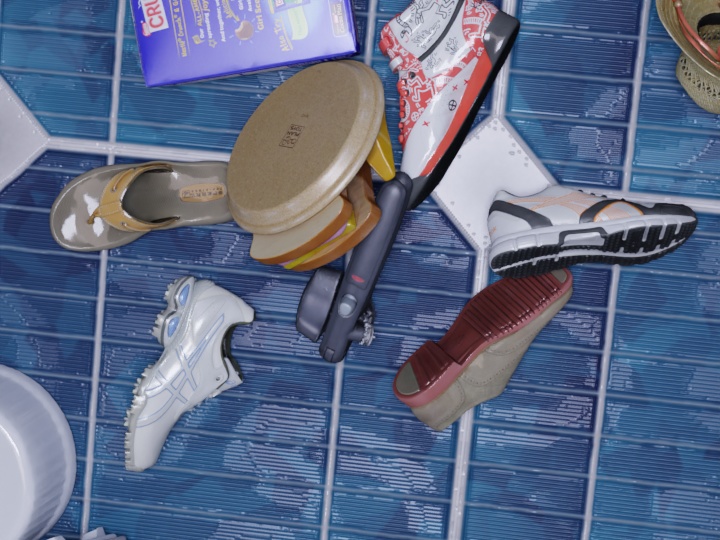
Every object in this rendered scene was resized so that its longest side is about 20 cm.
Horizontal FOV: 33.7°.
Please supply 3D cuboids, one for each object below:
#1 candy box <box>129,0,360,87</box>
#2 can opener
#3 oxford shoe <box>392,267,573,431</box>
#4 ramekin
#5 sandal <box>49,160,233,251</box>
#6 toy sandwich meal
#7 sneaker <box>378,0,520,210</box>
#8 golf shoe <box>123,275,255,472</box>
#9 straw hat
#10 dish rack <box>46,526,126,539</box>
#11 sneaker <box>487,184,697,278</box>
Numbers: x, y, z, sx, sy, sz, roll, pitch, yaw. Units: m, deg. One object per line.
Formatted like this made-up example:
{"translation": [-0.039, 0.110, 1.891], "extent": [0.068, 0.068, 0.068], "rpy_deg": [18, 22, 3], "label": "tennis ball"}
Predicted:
{"translation": [-0.110, -0.267, 1.100], "extent": [0.199, 0.077, 0.170], "rpy_deg": [-8, 96, 4], "label": "candy box"}
{"translation": [0.000, 0.000, 1.098], "extent": [0.078, 0.063, 0.201], "rpy_deg": [24, 121, -4], "label": "can opener"}
{"translation": [0.125, 0.072, 1.128], "extent": [0.200, 0.070, 0.075], "rpy_deg": [-37, 123, 2], "label": "oxford shoe"}
{"translation": [-0.387, 0.195, 1.155], "extent": [0.199, 0.098, 0.202], "rpy_deg": [1, 96, 5], "label": "ramekin"}
{"translation": [-0.205, -0.066, 1.137], "extent": [0.199, 0.054, 0.081], "rpy_deg": [-8, 95, 5], "label": "sandal"}
{"translation": [-0.040, -0.098, 1.080], "extent": [0.205, 0.205, 0.070], "rpy_deg": [-46, 128, 7], "label": "toy sandwich meal"}
{"translation": [0.055, -0.165, 1.104], "extent": [0.108, 0.067, 0.202], "rpy_deg": [30, 101, 10], "label": "sneaker"}
{"translation": [-0.165, 0.109, 1.143], "extent": [0.097, 0.078, 0.201], "rpy_deg": [20, 98, -3], "label": "golf shoe"}
{"translation": [0.330, -0.187, 1.061], "extent": [0.200, 0.201, 0.085], "rpy_deg": [28, 138, 2], "label": "straw hat"}
{"translation": [-0.323, 0.293, 1.128], "extent": [0.199, 0.172, 0.044], "rpy_deg": [-23, 80, 7], "label": "dish rack"}
{"translation": [0.212, -0.048, 1.096], "extent": [0.199, 0.074, 0.080], "rpy_deg": [-4, 59, -7], "label": "sneaker"}
